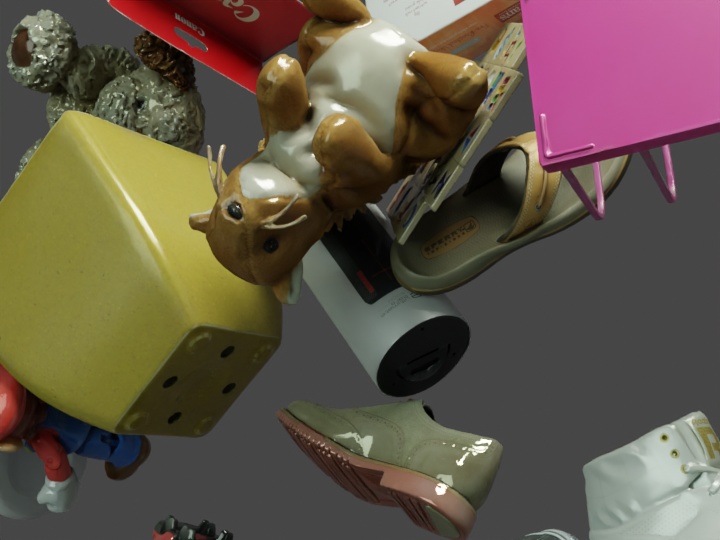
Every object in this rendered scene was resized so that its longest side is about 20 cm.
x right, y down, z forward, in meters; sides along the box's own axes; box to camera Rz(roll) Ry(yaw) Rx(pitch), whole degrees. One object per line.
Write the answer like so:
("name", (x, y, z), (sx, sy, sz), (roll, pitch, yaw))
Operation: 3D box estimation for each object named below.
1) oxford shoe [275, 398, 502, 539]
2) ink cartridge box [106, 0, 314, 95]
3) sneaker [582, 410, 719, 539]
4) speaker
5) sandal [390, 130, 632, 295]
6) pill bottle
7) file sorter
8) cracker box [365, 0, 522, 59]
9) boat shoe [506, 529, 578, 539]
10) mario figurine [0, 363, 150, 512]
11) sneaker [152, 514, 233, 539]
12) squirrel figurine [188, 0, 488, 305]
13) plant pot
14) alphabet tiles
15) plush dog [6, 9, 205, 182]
("oxford shoe", (0.019, 0.126, 0.823), (0.199, 0.071, 0.074), (19, 63, 42))
("ink cartridge box", (-0.123, -0.268, 0.970), (0.083, 0.199, 0.177), (-25, 60, 30))
("sneaker", (0.212, 0.133, 0.643), (0.199, 0.073, 0.117), (-18, 68, 36))
("speaker", (0.000, 0.000, 0.860), (0.081, 0.081, 0.200), (-49, 51, 16))
("sandal", (0.103, -0.057, 0.780), (0.199, 0.054, 0.081), (-33, 52, 0))
("pill bottle", (-0.358, 0.158, 1.080), (0.199, 0.112, 0.113), (8, 80, 41))
("file sorter", (0.212, -0.125, 0.676), (0.198, 0.125, 0.140), (-13, 67, 23))
("cracker box", (0.066, -0.264, 0.908), (0.133, 0.057, 0.202), (-24, 62, 32))
("boat shoe", (0.061, 0.227, 0.735), (0.200, 0.056, 0.069), (-47, 50, 29))
("mario figurine", (-0.281, 0.127, 0.968), (0.123, 0.199, 0.107), (38, 99, 41))
("sneaker", (-0.096, 0.261, 0.857), (0.199, 0.071, 0.099), (16, 85, 44))
("squirrel figurine", (-0.023, -0.069, 0.765), (0.141, 0.200, 0.187), (34, 86, 8))
("plant pot", (-0.179, 0.025, 0.932), (0.195, 0.195, 0.200), (-50, 59, 15))
("alphabet tiles", (0.068, -0.100, 0.799), (0.167, 0.006, 0.200), (-58, 8, 9))
("plush dog", (-0.220, -0.141, 1.074), (0.171, 0.160, 0.202), (14, 113, 27))
